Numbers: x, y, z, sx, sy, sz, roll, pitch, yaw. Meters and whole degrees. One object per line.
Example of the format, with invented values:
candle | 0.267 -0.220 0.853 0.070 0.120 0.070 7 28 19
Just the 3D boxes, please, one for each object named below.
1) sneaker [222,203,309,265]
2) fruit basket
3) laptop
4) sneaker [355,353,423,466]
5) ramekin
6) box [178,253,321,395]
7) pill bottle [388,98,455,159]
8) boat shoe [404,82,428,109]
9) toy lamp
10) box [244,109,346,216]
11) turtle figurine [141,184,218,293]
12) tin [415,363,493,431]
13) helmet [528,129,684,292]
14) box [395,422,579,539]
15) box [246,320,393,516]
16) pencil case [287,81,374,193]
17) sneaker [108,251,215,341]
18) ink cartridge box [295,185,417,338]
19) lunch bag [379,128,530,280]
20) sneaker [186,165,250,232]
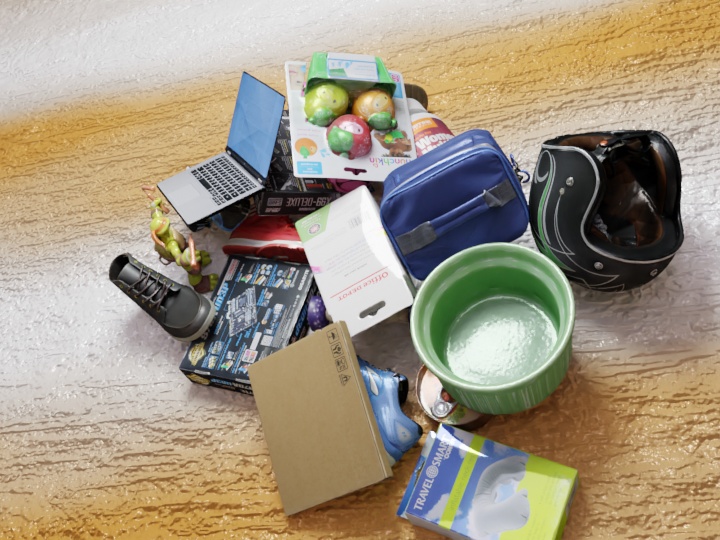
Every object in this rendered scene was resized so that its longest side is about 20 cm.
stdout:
sneaker | -0.112 -0.066 1.298 0.196 0.079 0.117 6 61 23
fruit basket | -0.011 -0.216 1.196 0.182 0.094 0.203 2 55 -14
laptop | -0.212 -0.185 1.259 0.198 0.117 0.187 -28 33 -15
sneaker | 0.016 0.157 1.110 0.088 0.079 0.201 -28 60 -9
ramekin | 0.167 0.076 1.039 0.196 0.098 0.203 -10 54 14
box | -0.155 0.078 1.236 0.156 0.046 0.203 7 60 25
pill bottle | 0.101 -0.163 1.262 0.108 0.110 0.201 -31 53 -2
boat shoe | 0.015 -0.282 1.339 0.067 0.198 0.073 18 94 53
toy lamp | 0.025 0.062 1.174 0.196 0.058 0.059 -3 56 22
box | -0.105 -0.174 1.337 0.155 0.050 0.202 -3 49 -24
turtle figurine | -0.274 -0.029 1.279 0.064 0.162 0.200 -39 53 -6
tin | 0.152 0.118 1.100 0.111 0.042 0.201 23 68 36
helmet | 0.307 -0.072 1.073 0.196 0.194 0.200 -6 14 2
box | 0.145 0.263 1.000 0.197 0.048 0.123 14 63 27
box | -0.057 0.188 1.070 0.162 0.021 0.203 -27 72 28
pencil case | -0.038 -0.210 1.302 0.093 0.091 0.202 -27 58 -5
sneaker | -0.299 0.039 1.248 0.198 0.106 0.076 16 69 48
ink cartridge box | 0.000 0.000 1.142 0.116 0.067 0.202 -27 58 8
lunch bag | 0.127 -0.085 1.102 0.198 0.137 0.133 -27 20 15
sneaker | -0.239 -0.096 1.359 0.200 0.077 0.091 38 107 56
